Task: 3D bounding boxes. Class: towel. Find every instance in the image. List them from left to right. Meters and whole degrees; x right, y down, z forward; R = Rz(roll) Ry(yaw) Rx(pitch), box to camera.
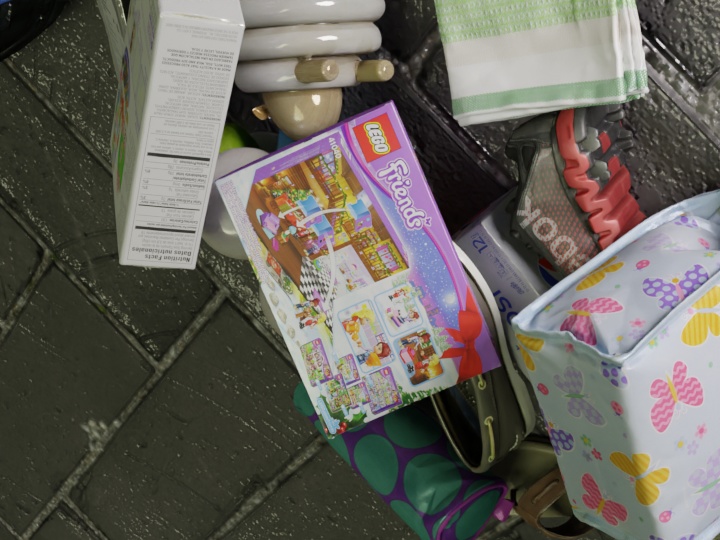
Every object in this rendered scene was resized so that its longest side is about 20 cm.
[{"bbox_3d":[0.103,-0.200,0.847,0.148,0.031,0.202,-4,103,38],"label":"towel"}]

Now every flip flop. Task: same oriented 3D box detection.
[{"bbox_3d":[0.175,0.192,1.077,0.198,0.058,0.082,8,124,33],"label":"flip flop"}]

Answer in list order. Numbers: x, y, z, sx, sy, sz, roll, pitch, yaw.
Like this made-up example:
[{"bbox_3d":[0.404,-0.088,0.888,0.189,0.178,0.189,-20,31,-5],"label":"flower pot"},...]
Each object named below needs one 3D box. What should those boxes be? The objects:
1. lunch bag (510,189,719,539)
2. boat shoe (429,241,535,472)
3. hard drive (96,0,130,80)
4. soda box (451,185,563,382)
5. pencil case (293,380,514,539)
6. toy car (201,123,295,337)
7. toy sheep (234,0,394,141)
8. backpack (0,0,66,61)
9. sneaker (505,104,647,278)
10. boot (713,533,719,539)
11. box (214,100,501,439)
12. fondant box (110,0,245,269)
[{"bbox_3d":[0.219,0.060,0.849,0.127,0.199,0.171,17,133,52],"label":"lunch bag"},{"bbox_3d":[0.070,0.060,0.977,0.072,0.060,0.203,2,125,49],"label":"boat shoe"},{"bbox_3d":[-0.177,-0.178,1.049,0.140,0.037,0.202,-130,26,-57],"label":"hard drive"},{"bbox_3d":[0.148,0.039,0.985,0.200,0.063,0.068,50,139,-3],"label":"soda box"},{"bbox_3d":[0.034,0.148,1.103,0.200,0.092,0.086,43,113,33],"label":"pencil case"},{"bbox_3d":[-0.031,-0.047,1.017,0.149,0.175,0.201,-37,96,10],"label":"toy car"},{"bbox_3d":[-0.042,-0.192,0.927,0.137,0.137,0.203,3,97,35],"label":"toy sheep"},{"bbox_3d":[-0.358,-0.250,1.101,0.199,0.162,0.169,-14,108,43],"label":"backpack"},{"bbox_3d":[0.158,-0.026,0.929,0.097,0.071,0.202,-5,114,39],"label":"sneaker"},{"bbox_3d":[0.330,0.194,0.953,0.154,0.072,0.201,-19,107,41],"label":"boot"},{"bbox_3d":[0.000,0.000,0.916,0.136,0.039,0.202,-22,98,6],"label":"box"},{"bbox_3d":[-0.132,-0.124,0.901,0.058,0.145,0.201,4,129,-18],"label":"fondant box"}]
